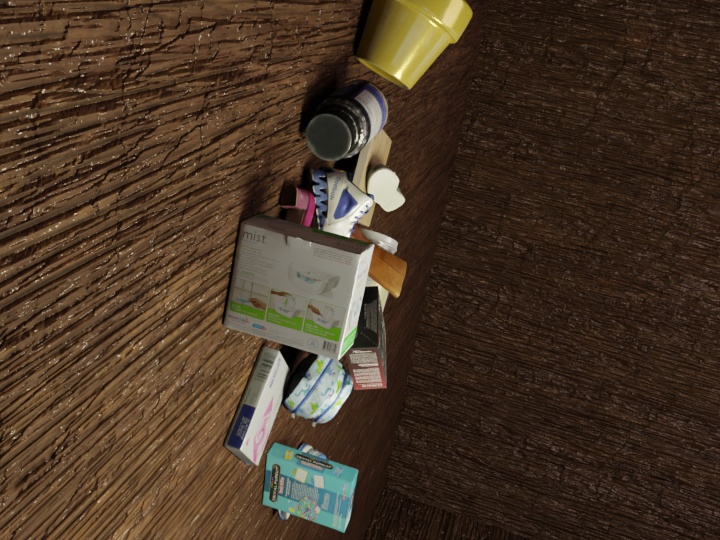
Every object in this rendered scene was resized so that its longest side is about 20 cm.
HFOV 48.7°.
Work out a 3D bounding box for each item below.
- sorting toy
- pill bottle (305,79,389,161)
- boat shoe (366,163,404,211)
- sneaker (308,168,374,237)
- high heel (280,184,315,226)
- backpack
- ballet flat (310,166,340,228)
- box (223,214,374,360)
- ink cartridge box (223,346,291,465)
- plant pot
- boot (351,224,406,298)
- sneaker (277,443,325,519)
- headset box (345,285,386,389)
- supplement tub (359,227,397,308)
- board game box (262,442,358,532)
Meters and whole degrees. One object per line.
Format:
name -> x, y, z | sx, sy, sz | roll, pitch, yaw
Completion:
sorting toy -> -0.005, -0.208, 1.716 | 0.199, 0.069, 0.202 | 11, 94, -79
pill bottle -> -0.025, -0.270, 1.441 | 0.200, 0.111, 0.113 | -54, 157, -58
boat shoe -> 0.046, -0.188, 1.714 | 0.062, 0.072, 0.200 | 64, 6, 20
sneaker -> -0.027, -0.097, 1.478 | 0.081, 0.114, 0.201 | -152, -127, -82
high heel -> -0.115, -0.046, 1.398 | 0.096, 0.067, 0.202 | 23, 79, -68
backpack -> -0.089, 0.238, 1.640 | 0.163, 0.153, 0.200 | -48, 165, -11
ballet flat -> -0.082, -0.107, 1.544 | 0.064, 0.067, 0.201 | 34, 68, -49
box -> -0.098, 0.023, 1.257 | 0.097, 0.198, 0.178 | -38, 141, -72
ink cartridge box -> -0.188, 0.270, 1.538 | 0.200, 0.043, 0.198 | 74, 32, -66
plant pot -> 0.090, -0.472, 1.572 | 0.190, 0.200, 0.201 | -60, 170, 8
boot -> 0.000, 0.000, 1.709 | 0.068, 0.200, 0.189 | -39, -158, 38
sneaker -> -0.142, 0.524, 1.963 | 0.077, 0.085, 0.201 | 90, 20, -53
headset box -> 0.012, 0.151, 1.693 | 0.201, 0.077, 0.150 | 78, 11, -53
supplement tub -> 0.001, 0.015, 1.842 | 0.145, 0.144, 0.202 | 49, 57, -76
board game box -> -0.113, 0.479, 1.760 | 0.047, 0.198, 0.152 | -55, 157, -58
